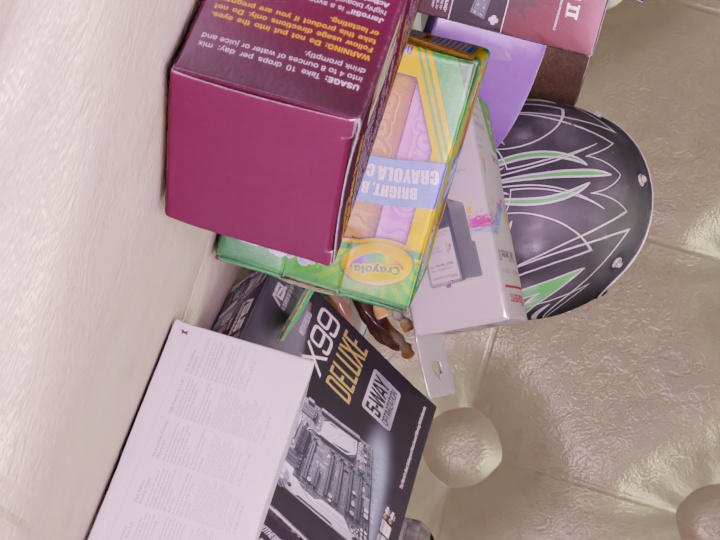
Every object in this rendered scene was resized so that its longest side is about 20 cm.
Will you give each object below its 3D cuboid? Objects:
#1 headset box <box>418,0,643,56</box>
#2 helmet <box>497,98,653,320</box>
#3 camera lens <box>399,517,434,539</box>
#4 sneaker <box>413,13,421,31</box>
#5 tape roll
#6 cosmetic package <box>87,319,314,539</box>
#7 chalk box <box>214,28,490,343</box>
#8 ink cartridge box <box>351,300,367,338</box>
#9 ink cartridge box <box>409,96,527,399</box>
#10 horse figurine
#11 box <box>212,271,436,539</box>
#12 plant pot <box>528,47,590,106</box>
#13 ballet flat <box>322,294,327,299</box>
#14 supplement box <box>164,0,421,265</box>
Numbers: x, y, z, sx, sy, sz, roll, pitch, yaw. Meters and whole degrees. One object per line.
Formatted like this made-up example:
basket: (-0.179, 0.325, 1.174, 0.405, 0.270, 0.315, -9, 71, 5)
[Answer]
headset box: (0.069, -0.190, 0.993, 0.149, 0.200, 0.077, -67, 173, -71)
helmet: (0.135, -0.051, 1.413, 0.191, 0.200, 0.200, 97, 10, -77)
camera lens: (-0.040, 0.280, 1.527, 0.160, 0.200, 0.160, 16, 90, -87)
sneaker: (0.011, -0.208, 1.176, 0.099, 0.078, 0.200, 86, 11, -62)
tape roll: (0.080, -0.192, 1.289, 0.200, 0.085, 0.200, -165, -90, -78)
cosmetic package: (-0.092, 0.128, 0.895, 0.051, 0.082, 0.200, 107, 2, -55)
chalk box: (-0.008, -0.051, 1.039, 0.124, 0.124, 0.200, -62, 167, -76)
ink cartridge box: (-0.020, -0.014, 1.418, 0.200, 0.083, 0.146, 98, 8, -66)
ink cartridge box: (0.067, -0.017, 1.166, 0.117, 0.067, 0.201, 7, 73, -78)
horse figurine: (0.000, 0.000, 1.198, 0.200, 0.050, 0.133, 86, -19, -67)
box: (-0.037, 0.105, 1.076, 0.050, 0.158, 0.200, -35, -162, 30)
plant pot: (0.099, -0.207, 1.470, 0.187, 0.200, 0.187, 17, 90, -87)
ballet flat: (-0.063, 0.078, 1.236, 0.067, 0.067, 0.200, 91, 6, -55)
supplement box: (-0.021, -0.120, 0.804, 0.110, 0.085, 0.200, 103, 4, -55)
